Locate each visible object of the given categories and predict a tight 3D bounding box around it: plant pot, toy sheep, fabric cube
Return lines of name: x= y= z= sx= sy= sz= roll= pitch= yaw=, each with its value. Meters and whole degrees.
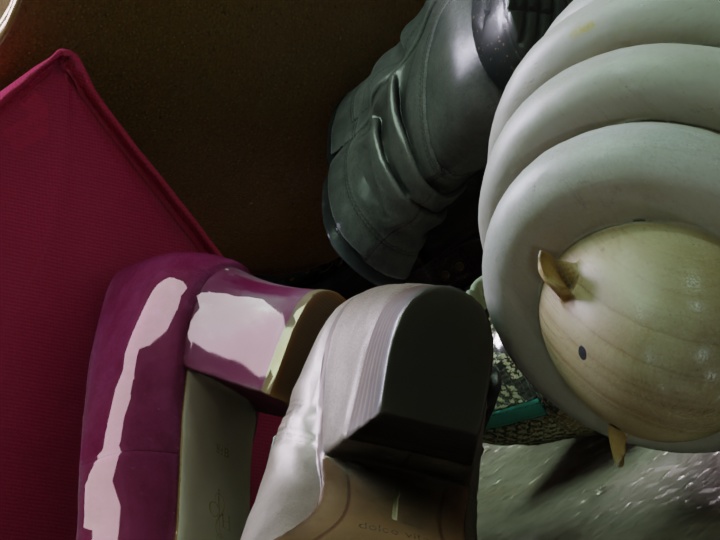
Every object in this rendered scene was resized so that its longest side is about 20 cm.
plant pot: x=-0.090 y=-0.102 z=0.966 sx=0.186 sy=0.187 sz=0.200 roll=-32 pitch=-24 yaw=29
toy sheep: x=0.098 y=-0.025 z=0.664 sx=0.138 sy=0.138 sz=0.200 roll=-31 pitch=17 yaw=34
fabric cube: x=-0.150 y=0.077 z=0.873 sx=0.199 sy=0.197 sz=0.200 roll=-26 pitch=15 yaw=49

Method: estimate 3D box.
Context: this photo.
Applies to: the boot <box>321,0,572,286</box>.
boot: x=0.038 y=-0.096 z=0.915 sx=0.132 sy=0.070 sz=0.201 roll=-43 pitch=19 yaw=39

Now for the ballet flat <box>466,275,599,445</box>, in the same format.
ballet flat: x=0.072 y=-0.006 z=0.826 sx=0.075 sy=0.068 sz=0.200 roll=-21 pitch=20 yaw=29

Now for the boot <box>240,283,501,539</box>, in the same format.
boot: x=-0.009 y=0.095 z=0.673 sx=0.146 sy=0.070 sz=0.201 roll=120 pitch=174 yaw=-69

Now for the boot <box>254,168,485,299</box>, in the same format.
boot: x=0.000 y=0.000 z=1.081 sx=0.174 sy=0.069 sz=0.200 roll=-37 pitch=21 yaw=5

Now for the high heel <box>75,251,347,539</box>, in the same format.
high heel: x=-0.077 y=0.085 z=0.767 sx=0.096 sy=0.067 sz=0.201 roll=8 pitch=72 yaw=42
